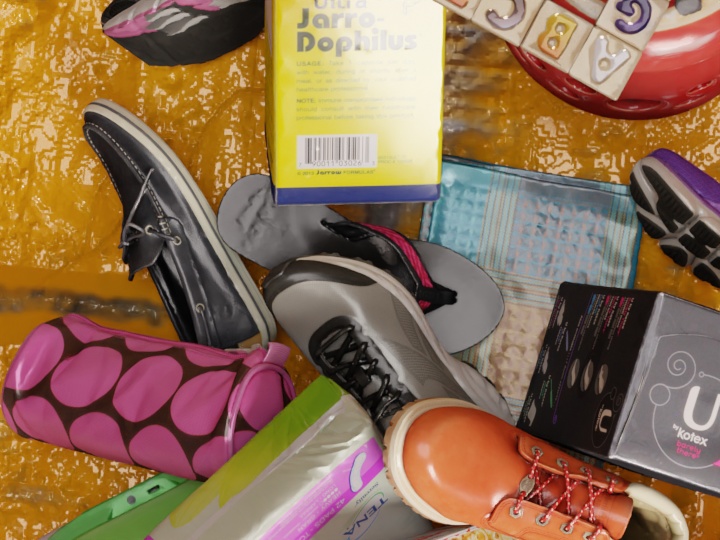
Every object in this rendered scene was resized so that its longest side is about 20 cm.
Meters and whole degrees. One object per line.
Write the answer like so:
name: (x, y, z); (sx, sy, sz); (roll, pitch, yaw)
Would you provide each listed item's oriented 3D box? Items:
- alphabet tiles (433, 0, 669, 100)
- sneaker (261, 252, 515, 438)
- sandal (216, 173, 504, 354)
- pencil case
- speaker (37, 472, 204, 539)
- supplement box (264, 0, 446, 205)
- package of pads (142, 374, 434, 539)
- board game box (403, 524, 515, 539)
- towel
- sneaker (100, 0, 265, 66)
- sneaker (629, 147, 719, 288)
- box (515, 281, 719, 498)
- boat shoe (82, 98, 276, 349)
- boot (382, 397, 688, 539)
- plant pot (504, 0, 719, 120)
alphabet tiles: (0.104, -0.221, 1.514); (0.200, 0.008, 0.168); (28, 91, -3)
sneaker: (0.018, 0.066, 1.612); (0.200, 0.079, 0.074); (42, 122, -13)
sandal: (0.000, 0.000, 1.650); (0.199, 0.045, 0.075); (25, 88, -9)
pencil case: (-0.135, 0.079, 1.638); (0.199, 0.091, 0.094); (9, 92, 31)
speaker: (-0.124, 0.178, 1.665); (0.200, 0.088, 0.089); (-27, 85, 3)
supplement box: (-0.005, -0.154, 1.610); (0.109, 0.109, 0.201); (-2, 121, -5)
package of pads: (-0.053, 0.184, 1.576); (0.200, 0.155, 0.068); (-42, 49, -11)
board game box: (0.056, 0.261, 1.557); (0.046, 0.151, 0.201); (-14, 89, 42)
towel: (0.103, 0.031, 1.687); (0.146, 0.022, 0.201); (9, 88, 5)
sneaker: (-0.082, -0.210, 1.698); (0.199, 0.080, 0.087); (-25, 58, 7)
sneaker: (0.265, -0.025, 1.660); (0.200, 0.081, 0.084); (30, 71, -6)
box: (0.190, 0.075, 1.577); (0.122, 0.200, 0.106); (18, 87, -12)
boat shoe: (-0.130, -0.022, 1.679); (0.062, 0.075, 0.200); (-31, 90, -18)
boot: (0.108, 0.130, 1.534); (0.200, 0.107, 0.075); (25, 76, -34)
plant pot: (0.175, -0.202, 1.616); (0.200, 0.182, 0.201); (0, 89, 6)
